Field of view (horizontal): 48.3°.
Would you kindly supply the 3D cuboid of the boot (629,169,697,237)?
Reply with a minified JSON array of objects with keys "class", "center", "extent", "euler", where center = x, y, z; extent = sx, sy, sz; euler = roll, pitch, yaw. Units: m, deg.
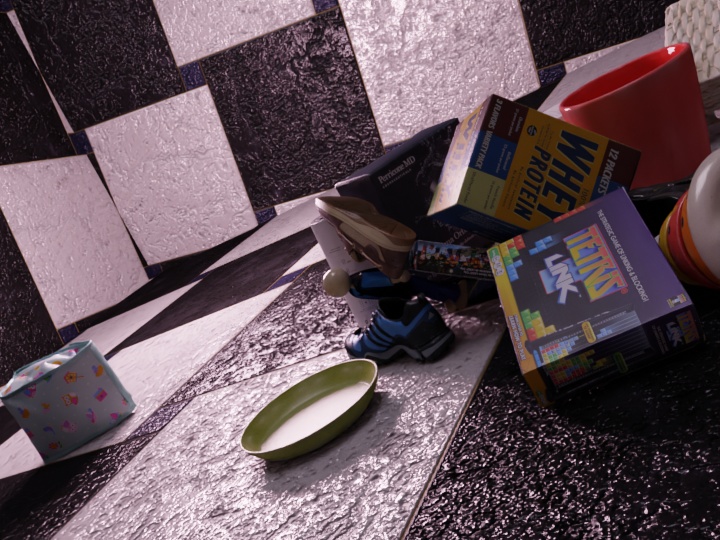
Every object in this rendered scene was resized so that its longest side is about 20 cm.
[{"class":"boot","center":[0.414,-0.098,1.039],"extent":[0.172,0.070,0.199],"euler":[-28,15,-23]}]

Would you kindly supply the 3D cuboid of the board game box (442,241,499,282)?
[{"class":"board game box","center":[0.201,-0.030,1.298],"extent":[0.198,0.033,0.120],"euler":[-19,11,38]}]

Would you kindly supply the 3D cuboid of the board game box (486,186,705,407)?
[{"class":"board game box","center":[0.225,0.021,0.807],"extent":[0.163,0.057,0.202],"euler":[-27,34,15]}]

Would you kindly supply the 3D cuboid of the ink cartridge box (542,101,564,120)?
[{"class":"ink cartridge box","center":[0.406,-0.229,1.357],"extent":[0.197,0.149,0.145],"euler":[-27,12,2]}]

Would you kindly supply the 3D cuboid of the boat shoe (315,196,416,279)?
[{"class":"boat shoe","center":[-0.001,-0.046,1.069],"extent":[0.071,0.073,0.199],"euler":[-6,25,-37]}]

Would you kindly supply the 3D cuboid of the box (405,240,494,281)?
[{"class":"box","center":[0.131,-0.011,1.065],"extent":[0.134,0.039,0.200],"euler":[8,0,-1]}]

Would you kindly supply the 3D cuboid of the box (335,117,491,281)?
[{"class":"box","center":[0.099,-0.100,1.270],"extent":[0.195,0.202,0.117],"euler":[-35,13,-26]}]

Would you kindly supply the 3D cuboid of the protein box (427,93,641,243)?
[{"class":"protein box","center":[0.210,-0.106,1.023],"extent":[0.200,0.195,0.137],"euler":[174,116,-85]}]

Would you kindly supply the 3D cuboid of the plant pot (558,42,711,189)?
[{"class":"plant pot","center":[0.410,-0.201,1.164],"extent":[0.198,0.180,0.201],"euler":[-26,13,6]}]

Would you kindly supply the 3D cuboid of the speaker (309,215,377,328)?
[{"class":"speaker","center":[0.000,0.000,1.200],"extent":[0.080,0.203,0.081],"euler":[-25,12,6]}]

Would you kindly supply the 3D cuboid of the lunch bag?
[{"class":"lunch bag","center":[-0.548,0.238,1.529],"extent":[0.197,0.172,0.122],"euler":[-27,19,4]}]

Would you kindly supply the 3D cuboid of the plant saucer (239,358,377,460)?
[{"class":"plant saucer","center":[-0.060,0.180,1.014],"extent":[0.197,0.031,0.200],"euler":[-27,12,6]}]

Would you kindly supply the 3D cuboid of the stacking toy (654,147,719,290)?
[{"class":"stacking toy","center":[0.347,-0.028,0.805],"extent":[0.145,0.147,0.200],"euler":[-31,-6,-16]}]

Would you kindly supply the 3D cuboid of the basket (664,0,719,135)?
[{"class":"basket","center":[0.570,-0.341,1.286],"extent":[0.134,0.122,0.204],"euler":[-16,56,44]}]

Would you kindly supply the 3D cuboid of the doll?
[{"class":"doll","center":[0.045,0.021,1.098],"extent":[0.196,0.050,0.136],"euler":[7,-10,-12]}]

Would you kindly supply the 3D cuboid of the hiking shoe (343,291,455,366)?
[{"class":"hiking shoe","center":[0.042,0.074,1.082],"extent":[0.198,0.088,0.074],"euler":[-14,18,49]}]
